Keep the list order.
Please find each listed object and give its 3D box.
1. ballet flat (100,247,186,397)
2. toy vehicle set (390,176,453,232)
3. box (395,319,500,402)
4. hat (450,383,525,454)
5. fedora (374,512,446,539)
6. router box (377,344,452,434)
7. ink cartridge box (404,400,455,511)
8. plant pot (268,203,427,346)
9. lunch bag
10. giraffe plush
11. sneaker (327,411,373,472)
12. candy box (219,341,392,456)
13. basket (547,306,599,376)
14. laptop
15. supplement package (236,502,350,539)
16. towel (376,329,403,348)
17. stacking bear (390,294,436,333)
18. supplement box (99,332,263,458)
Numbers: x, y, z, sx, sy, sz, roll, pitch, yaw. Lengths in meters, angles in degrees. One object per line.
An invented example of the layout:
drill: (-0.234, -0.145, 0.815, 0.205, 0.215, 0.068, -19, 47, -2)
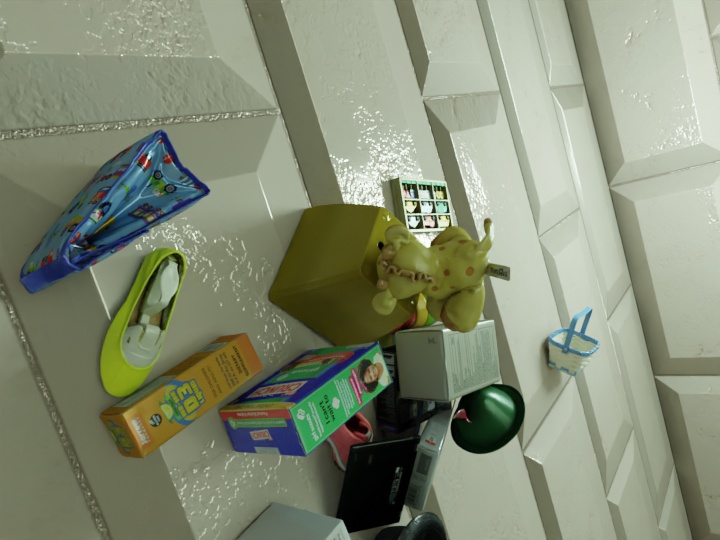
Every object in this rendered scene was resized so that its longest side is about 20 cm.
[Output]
ballet flat: (-0.269, 0.059, 0.638, 0.067, 0.067, 0.200, 32, 59, -41)
toy vehicle set: (0.149, -0.151, 1.183, 0.200, 0.026, 0.124, -8, 88, -49)
box: (0.172, 0.168, 0.974, 0.200, 0.109, 0.128, -1, 85, -48)
hat: (0.212, 0.245, 0.989, 0.176, 0.200, 0.166, 48, 70, -22)
fedora: (0.078, 0.522, 0.907, 0.200, 0.092, 0.201, -3, 94, -53)
router box: (0.114, 0.226, 1.031, 0.200, 0.052, 0.157, -3, 92, -49)
ink cartridge box: (0.143, 0.348, 1.014, 0.200, 0.050, 0.162, -52, 155, -59)
plant pot: (0.000, 0.000, 0.860, 0.200, 0.176, 0.200, 38, 55, -31)
lunch bag: (-0.296, -0.052, 0.567, 0.094, 0.150, 0.200, 55, 47, -25)
giraffe plush: (0.094, 0.003, 0.733, 0.162, 0.200, 0.173, 2, 80, -15)
sneaker: (-0.011, 0.292, 0.863, 0.200, 0.087, 0.074, 57, 46, -27)
candy box: (-0.079, 0.186, 0.748, 0.200, 0.169, 0.077, -30, 101, -47)
basket: (0.681, 0.222, 1.604, 0.176, 0.139, 0.200, -9, 119, -49)
laptop: (0.038, 0.341, 0.899, 0.200, 0.116, 0.187, 1, 111, -25)
supplement package: (-0.111, 0.449, 0.669, 0.200, 0.152, 0.151, -32, 106, -47)
towel: (0.042, 0.168, 1.004, 0.200, 0.018, 0.086, -13, 91, -49)
stacking bear: (0.097, 0.070, 1.025, 0.200, 0.121, 0.114, -16, 86, -39)
supplement box: (-0.227, 0.159, 0.666, 0.200, 0.069, 0.067, -35, 106, -44)
